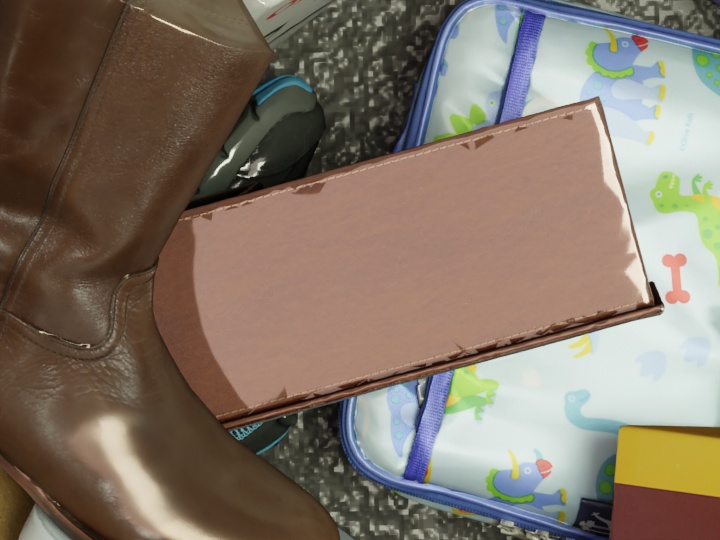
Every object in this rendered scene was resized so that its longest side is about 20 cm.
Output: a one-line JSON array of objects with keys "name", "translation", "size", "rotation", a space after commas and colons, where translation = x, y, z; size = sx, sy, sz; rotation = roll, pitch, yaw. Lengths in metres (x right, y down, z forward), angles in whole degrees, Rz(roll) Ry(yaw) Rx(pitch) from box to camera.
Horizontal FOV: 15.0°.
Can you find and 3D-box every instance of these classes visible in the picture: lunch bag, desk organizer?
[{"name": "lunch bag", "translation": [0.078, 0.002, 1.042], "size": [0.160, 0.082, 0.201], "rotation": [16, 88, 0]}, {"name": "desk organizer", "translation": [0.000, 0.000, 0.961], "size": [0.199, 0.072, 0.078], "rotation": [-15, 95, 5]}]

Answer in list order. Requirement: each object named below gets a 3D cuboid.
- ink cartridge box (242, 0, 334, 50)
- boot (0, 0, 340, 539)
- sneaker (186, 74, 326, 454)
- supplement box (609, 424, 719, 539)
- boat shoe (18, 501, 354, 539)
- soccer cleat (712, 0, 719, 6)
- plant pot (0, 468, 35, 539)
[{"name": "ink cartridge box", "translation": [-0.052, -0.116, 0.950], "size": [0.146, 0.200, 0.085], "rotation": [-36, 93, -35]}, {"name": "boot", "translation": [-0.057, -0.006, 0.863], "size": [0.185, 0.064, 0.201], "rotation": [24, 117, -4]}, {"name": "sneaker", "translation": [-0.055, 0.023, 1.042], "size": [0.082, 0.073, 0.201], "rotation": [26, 99, -7]}, {"name": "supplement box", "translation": [0.188, 0.163, 0.973], "size": [0.132, 0.197, 0.202], "rotation": [5, 90, 37]}, {"name": "boat shoe", "translation": [-0.065, 0.120, 0.975], "size": [0.073, 0.199, 0.068], "rotation": [38, 101, 22]}, {"name": "soccer cleat", "translation": [0.170, -0.097, 0.992], "size": [0.076, 0.200, 0.067], "rotation": [15, 110, -29]}, {"name": "plant pot", "translation": [-0.204, 0.095, 0.938], "size": [0.185, 0.200, 0.188], "rotation": [0, 89, 17]}]
